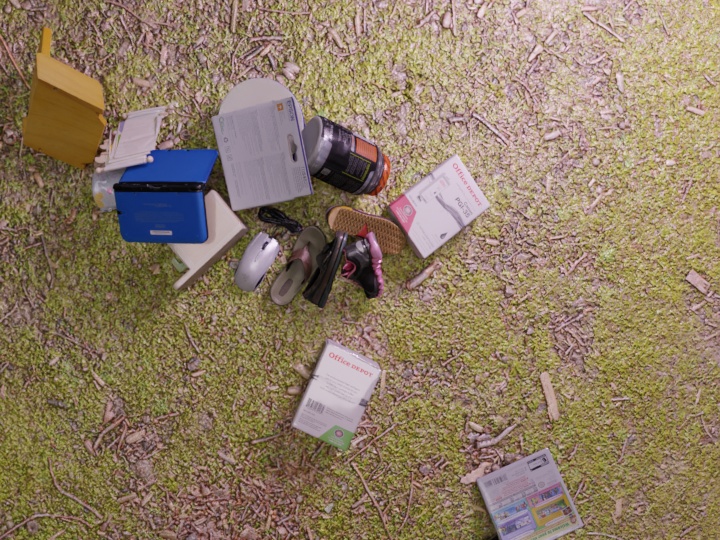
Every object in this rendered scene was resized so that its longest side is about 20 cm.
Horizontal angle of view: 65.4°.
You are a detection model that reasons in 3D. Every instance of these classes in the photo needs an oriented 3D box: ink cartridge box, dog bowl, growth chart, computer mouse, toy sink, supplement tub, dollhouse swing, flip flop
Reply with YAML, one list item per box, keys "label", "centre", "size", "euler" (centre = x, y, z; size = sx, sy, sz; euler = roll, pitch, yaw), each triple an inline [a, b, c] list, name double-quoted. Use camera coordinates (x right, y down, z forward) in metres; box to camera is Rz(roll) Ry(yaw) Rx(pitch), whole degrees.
- label: "ink cartridge box"
  centre: [-0.056, 0.282, 1.293]
  size: [0.142, 0.084, 0.205]
  euler: [25, 91, -5]
- label: "dog bowl"
  centre: [-0.220, -0.320, 1.260]
  size: [0.192, 0.079, 0.208]
  euler: [0, 92, -4]
- label: "growth chart"
  centre: [-0.491, -0.288, 1.211]
  size: [0.139, 0.018, 0.205]
  euler: [-5, 52, 7]
- label: "computer mouse"
  centre: [-0.224, -0.043, 1.288]
  size: [0.108, 0.044, 0.204]
  euler: [30, 90, -4]
- label: "ink cartridge box"
  centre: [-0.201, -0.242, 1.180]
  size: [0.193, 0.041, 0.207]
  euler: [-7, 101, 17]
- label: "toy sink"
  centre: [-0.356, -0.069, 1.236]
  size: [0.199, 0.130, 0.113]
  euler: [-42, 94, 0]
- label: "supplement tub"
  centre: [-0.036, -0.243, 1.227]
  size: [0.196, 0.121, 0.126]
  euler: [19, 91, -33]
- label: "dollhouse swing"
  centre: [-0.623, -0.370, 1.196]
  size: [0.178, 0.200, 0.180]
  euler: [22, 49, -26]
- label: "ink cartridge box"
  centre: [0.177, -0.147, 1.293]
  size: [0.198, 0.083, 0.148]
  euler: [-37, 94, -2]
- label: "flip flop"
  centre: [-0.144, -0.008, 1.288]
  size: [0.080, 0.058, 0.203]
  euler: [35, 90, -5]

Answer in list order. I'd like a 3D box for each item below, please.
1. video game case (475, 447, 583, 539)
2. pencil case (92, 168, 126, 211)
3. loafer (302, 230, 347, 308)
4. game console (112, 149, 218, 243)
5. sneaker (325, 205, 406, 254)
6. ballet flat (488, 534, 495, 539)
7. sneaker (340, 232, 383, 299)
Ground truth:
- label: "video game case"
  centre: [0.399, 0.552, 1.334]
  size: [0.194, 0.022, 0.187]
  euler: [-22, 70, -3]
- label: "pencil case"
  centre: [-0.489, -0.186, 1.243]
  size: [0.193, 0.084, 0.094]
  euler: [-7, 71, -5]
- label: "loafer"
  centre: [-0.082, -0.004, 1.252]
  size: [0.061, 0.073, 0.204]
  euler: [19, 122, -2]
- label: "game console"
  centre: [-0.397, -0.157, 1.174]
  size: [0.193, 0.119, 0.177]
  euler: [2, 108, 10]
- label: "sneaker"
  centre: [0.013, -0.101, 1.284]
  size: [0.195, 0.090, 0.077]
  euler: [23, 100, -17]
- label: "ballet flat"
  centre: [0.343, 0.672, 1.354]
  size: [0.195, 0.069, 0.071]
  euler: [-25, 94, -1]
- label: "sneaker"
  centre: [0.000, 0.000, 1.244]
  size: [0.093, 0.203, 0.080]
  euler: [-20, 54, -9]
